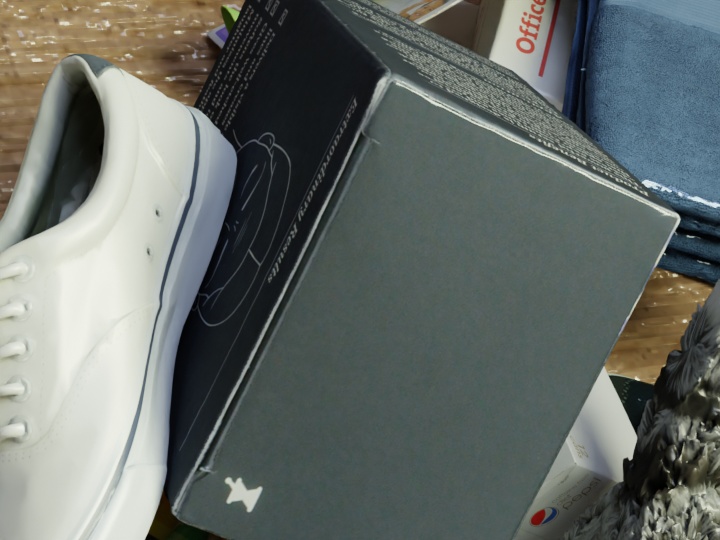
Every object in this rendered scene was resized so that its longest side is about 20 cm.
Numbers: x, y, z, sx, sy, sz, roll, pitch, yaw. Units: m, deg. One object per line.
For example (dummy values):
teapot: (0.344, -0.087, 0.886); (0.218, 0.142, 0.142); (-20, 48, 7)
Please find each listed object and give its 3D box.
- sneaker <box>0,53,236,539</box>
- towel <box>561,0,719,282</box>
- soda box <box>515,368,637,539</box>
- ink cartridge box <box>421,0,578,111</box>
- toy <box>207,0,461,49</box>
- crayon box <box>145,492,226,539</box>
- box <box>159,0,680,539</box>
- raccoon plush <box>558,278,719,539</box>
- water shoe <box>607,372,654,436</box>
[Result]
sneaker: (-0.098, 0.026, 0.857); (0.071, 0.073, 0.201); (34, 53, -33)
towel: (0.137, -0.079, 1.111); (0.111, 0.049, 0.201); (16, 46, -6)
soda box: (0.040, 0.017, 1.055); (0.068, 0.064, 0.201); (27, 33, -49)
ink cartridge box: (0.105, -0.077, 1.177); (0.199, 0.068, 0.116); (20, 46, -5)
toy: (0.031, -0.143, 1.128); (0.199, 0.047, 0.115); (-33, 25, -6)
crayon box: (-0.078, 0.118, 0.914); (0.126, 0.051, 0.200); (29, 54, 14)
box: (0.000, 0.000, 0.918); (0.107, 0.149, 0.200); (24, 11, -18)
raccoon plush: (0.144, 0.116, 0.949); (0.133, 0.201, 0.097); (23, 20, -15)
water shoe: (0.163, 0.086, 1.051); (0.199, 0.079, 0.072); (33, 46, 8)
